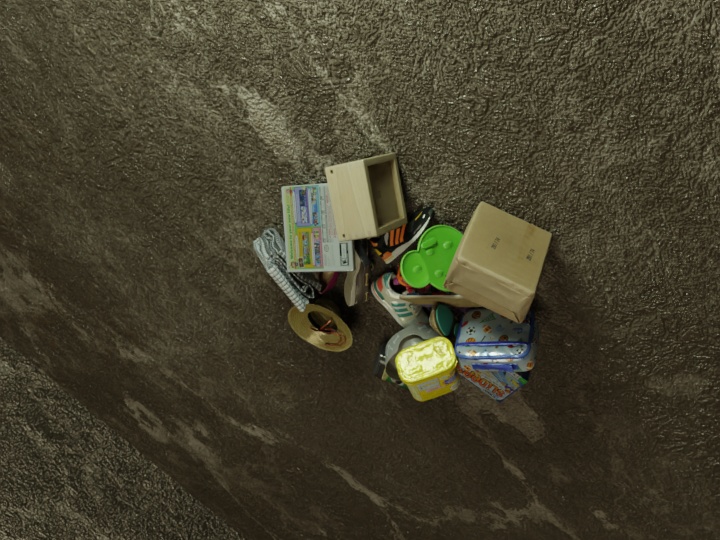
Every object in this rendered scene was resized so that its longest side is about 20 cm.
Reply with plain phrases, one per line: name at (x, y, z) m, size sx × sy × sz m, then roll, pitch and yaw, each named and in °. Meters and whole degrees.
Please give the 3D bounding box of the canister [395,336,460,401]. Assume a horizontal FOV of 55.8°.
canister at (0.174, 0.252, 1.697) m, size 0.145 × 0.089 × 0.201 m, roll -20°, pitch 152°, yaw 4°

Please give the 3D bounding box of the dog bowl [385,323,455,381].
dog bowl at (0.153, 0.213, 1.780) m, size 0.194 × 0.060 × 0.203 m, roll -10°, pitch 141°, yaw -8°

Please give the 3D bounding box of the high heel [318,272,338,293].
high heel at (-0.074, -0.035, 1.724) m, size 0.066 × 0.097 × 0.204 m, roll 16°, pitch 135°, yaw 14°

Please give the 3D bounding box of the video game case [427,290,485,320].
video game case at (0.283, 0.076, 1.676) m, size 0.178 × 0.036 × 0.202 m, roll 30°, pitch 137°, yaw 0°

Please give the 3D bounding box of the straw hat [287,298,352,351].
straw hat at (-0.100, 0.130, 1.900) m, size 0.195 × 0.086 × 0.204 m, roll 15°, pitch 140°, yaw 12°

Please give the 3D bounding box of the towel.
towel at (-0.190, -0.011, 1.752) m, size 0.085 × 0.200 × 0.167 m, roll -39°, pitch 118°, yaw -1°

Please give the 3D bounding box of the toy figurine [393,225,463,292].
toy figurine at (0.140, 0.003, 1.593) m, size 0.154 × 0.196 × 0.184 m, roll 66°, pitch 153°, yaw 6°

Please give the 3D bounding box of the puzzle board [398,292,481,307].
puzzle board at (0.209, 0.070, 1.612) m, size 0.195 × 0.018 × 0.150 m, roll -1°, pitch 170°, yaw 31°

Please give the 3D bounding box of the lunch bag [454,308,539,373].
lunch bag at (0.323, 0.164, 1.592) m, size 0.195 × 0.163 × 0.077 m, roll -5°, pitch 132°, yaw 29°

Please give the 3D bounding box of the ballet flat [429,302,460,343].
ballet flat at (0.205, 0.134, 1.659) m, size 0.064 × 0.072 × 0.199 m, roll 6°, pitch 156°, yaw 39°

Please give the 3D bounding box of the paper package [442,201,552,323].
paper package at (0.297, -0.020, 1.459) m, size 0.186 × 0.202 × 0.105 m, roll 25°, pitch 137°, yaw 5°

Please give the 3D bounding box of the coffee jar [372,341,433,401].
coffee jar at (0.132, 0.280, 1.909) m, size 0.195 × 0.086 × 0.106 m, roll 23°, pitch 132°, yaw 6°

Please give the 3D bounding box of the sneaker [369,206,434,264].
sneaker at (0.090, -0.097, 1.598) m, size 0.090 × 0.070 × 0.200 m, roll 42°, pitch 134°, yaw -4°

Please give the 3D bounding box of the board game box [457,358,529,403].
board game box at (0.334, 0.259, 1.818) m, size 0.197 × 0.035 × 0.136 m, roll 34°, pitch 137°, yaw -3°

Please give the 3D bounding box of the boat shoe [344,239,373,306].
boat shoe at (0.000, 0.000, 1.743) m, size 0.058 × 0.072 × 0.205 m, roll -6°, pitch 125°, yaw -21°

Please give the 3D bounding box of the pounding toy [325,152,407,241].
pounding toy at (0.012, -0.151, 1.509) m, size 0.139 × 0.199 × 0.190 m, roll -6°, pitch 101°, yaw 31°

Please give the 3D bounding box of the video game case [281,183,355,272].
video game case at (-0.099, -0.100, 1.603) m, size 0.177 × 0.022 × 0.207 m, roll -1°, pitch 97°, yaw 23°

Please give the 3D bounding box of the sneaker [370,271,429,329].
sneaker at (0.118, 0.081, 1.744) m, size 0.199 × 0.071 × 0.093 m, roll 43°, pitch 142°, yaw -10°

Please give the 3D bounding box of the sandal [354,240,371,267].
sandal at (-0.021, -0.107, 1.639) m, size 0.042 × 0.076 × 0.204 m, roll -29°, pitch 97°, yaw 2°
